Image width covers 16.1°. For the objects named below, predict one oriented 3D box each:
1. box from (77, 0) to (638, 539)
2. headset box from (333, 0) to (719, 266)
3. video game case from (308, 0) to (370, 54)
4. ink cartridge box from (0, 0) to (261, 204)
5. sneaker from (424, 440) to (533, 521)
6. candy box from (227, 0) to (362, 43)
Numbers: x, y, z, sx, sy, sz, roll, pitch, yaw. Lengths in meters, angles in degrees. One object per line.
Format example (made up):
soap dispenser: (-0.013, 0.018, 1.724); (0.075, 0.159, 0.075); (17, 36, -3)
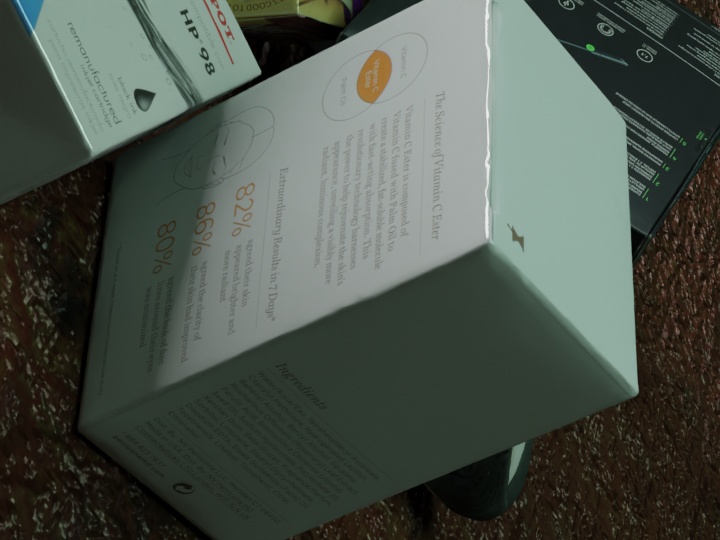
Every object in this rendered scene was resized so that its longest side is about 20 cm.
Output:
box: (0.000, 0.000, 1.027); (0.106, 0.199, 0.153); (44, 35, -37)
headset box: (0.079, -0.074, 1.238); (0.174, 0.093, 0.200); (33, 40, 4)
video game case: (0.018, -0.149, 1.378); (0.200, 0.023, 0.183); (47, 32, -33)
ink cartridge box: (-0.114, -0.108, 1.052); (0.116, 0.066, 0.200); (63, 27, -5)
sneaker: (0.067, 0.040, 1.258); (0.085, 0.074, 0.201); (41, 36, -42)
candy box: (-0.040, -0.212, 1.193); (0.117, 0.056, 0.202); (1, 87, -76)
